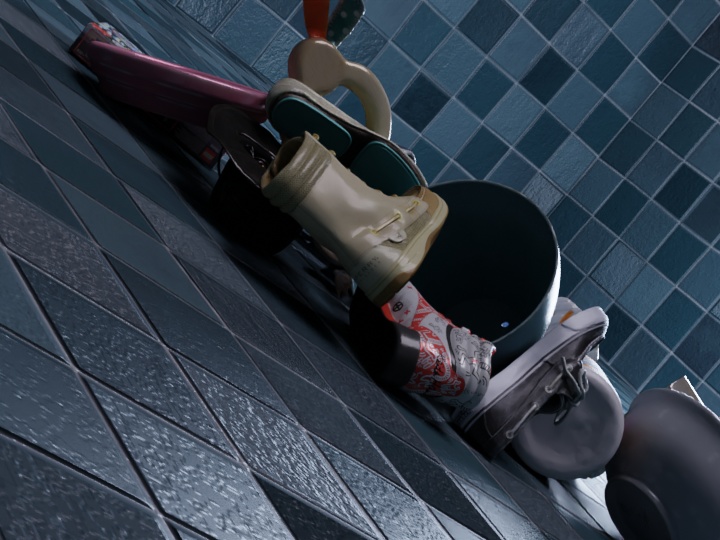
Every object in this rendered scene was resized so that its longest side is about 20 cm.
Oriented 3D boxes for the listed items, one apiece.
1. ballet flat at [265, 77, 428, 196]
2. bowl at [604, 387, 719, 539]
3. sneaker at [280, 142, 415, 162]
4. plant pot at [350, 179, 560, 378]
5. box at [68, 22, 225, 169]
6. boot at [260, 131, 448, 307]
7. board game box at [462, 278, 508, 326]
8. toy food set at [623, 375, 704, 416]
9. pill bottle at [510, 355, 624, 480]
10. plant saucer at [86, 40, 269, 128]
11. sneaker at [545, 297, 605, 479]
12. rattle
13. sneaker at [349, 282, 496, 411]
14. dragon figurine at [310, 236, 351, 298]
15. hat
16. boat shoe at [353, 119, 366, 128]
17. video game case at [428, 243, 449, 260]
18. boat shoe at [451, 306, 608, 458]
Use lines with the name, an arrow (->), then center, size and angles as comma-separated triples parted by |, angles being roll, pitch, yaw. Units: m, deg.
ballet flat -> -0.008, -0.125, 1.705 | 0.200, 0.067, 0.062 | 38, 21, -19
bowl -> 0.307, 0.225, 1.710 | 0.201, 0.090, 0.202 | 42, -31, 34
sneaker -> -0.001, -0.098, 2.013 | 0.145, 0.077, 0.202 | 15, -20, 19
plant pot -> 0.103, 0.032, 1.667 | 0.200, 0.200, 0.135 | 45, -14, 36
box -> -0.222, -0.194, 1.890 | 0.200, 0.040, 0.137 | 40, 7, -6
boot -> -0.006, -0.064, 1.525 | 0.155, 0.073, 0.200 | 41, 27, -6
board game box -> 0.137, 0.040, 1.843 | 0.039, 0.200, 0.159 | 2, -59, 29
toy food set -> 0.328, 0.207, 1.831 | 0.144, 0.060, 0.200 | 58, -26, 9
pill bottle -> 0.202, 0.138, 1.751 | 0.116, 0.117, 0.200 | 40, 6, -2
plant saucer -> -0.182, -0.179, 1.734 | 0.199, 0.051, 0.201 | 16, 6, -2
sneaker -> 0.225, 0.130, 1.898 | 0.077, 0.078, 0.201 | 126, -44, -84
rattle -> -0.046, -0.192, 1.793 | 0.143, 0.129, 0.201 | -140, -147, -76
sneaker -> 0.056, 0.060, 1.540 | 0.107, 0.068, 0.202 | 21, 17, -17
dragon figurine -> 0.000, 0.000, 1.764 | 0.200, 0.059, 0.099 | 36, 7, -21
hat -> -0.088, -0.066, 1.616 | 0.200, 0.081, 0.201 | 35, 15, -11
boat shoe -> -0.002, -0.133, 1.871 | 0.200, 0.076, 0.072 | 40, 50, -9
video game case -> -0.019, -0.058, 1.809 | 0.199, 0.026, 0.181 | 24, -5, -10
boat shoe -> 0.173, 0.105, 1.594 | 0.199, 0.074, 0.068 | -32, 73, -38
